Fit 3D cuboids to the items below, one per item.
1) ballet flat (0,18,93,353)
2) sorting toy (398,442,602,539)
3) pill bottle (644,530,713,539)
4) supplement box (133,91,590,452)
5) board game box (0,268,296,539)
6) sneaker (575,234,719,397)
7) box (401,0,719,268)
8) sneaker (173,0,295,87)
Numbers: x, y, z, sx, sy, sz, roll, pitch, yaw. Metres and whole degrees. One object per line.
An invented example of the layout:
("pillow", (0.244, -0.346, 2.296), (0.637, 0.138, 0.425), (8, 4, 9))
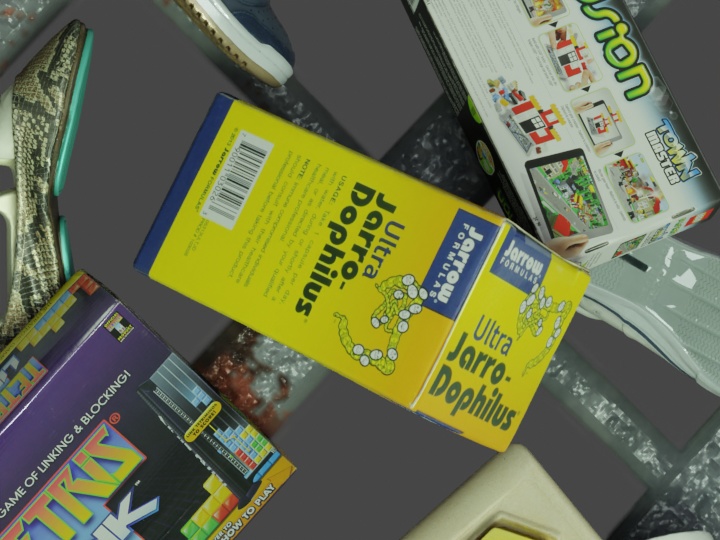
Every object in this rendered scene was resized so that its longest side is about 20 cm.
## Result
("ballet flat", (-0.184, -0.037, 1.556), (0.075, 0.068, 0.200), (2, 98, -4))
("sorting toy", (0.075, 0.223, 1.580), (0.185, 0.036, 0.200), (-42, 68, 9))
("pill bottle", (0.183, 0.255, 1.614), (0.114, 0.114, 0.200), (-12, 74, -11))
("supplement box", (0.000, 0.000, 1.520), (0.109, 0.200, 0.110), (28, 88, -57))
("board game box", (-0.157, 0.126, 1.550), (0.200, 0.057, 0.165), (-48, 128, -5))
("sneaker", (0.174, 0.013, 1.637), (0.200, 0.071, 0.073), (35, 81, -14))
("box", (0.107, -0.101, 1.583), (0.110, 0.035, 0.200), (-21, 75, -16))
("sneaker", (-0.077, -0.202, 1.560), (0.108, 0.070, 0.200), (-41, 99, -4))
